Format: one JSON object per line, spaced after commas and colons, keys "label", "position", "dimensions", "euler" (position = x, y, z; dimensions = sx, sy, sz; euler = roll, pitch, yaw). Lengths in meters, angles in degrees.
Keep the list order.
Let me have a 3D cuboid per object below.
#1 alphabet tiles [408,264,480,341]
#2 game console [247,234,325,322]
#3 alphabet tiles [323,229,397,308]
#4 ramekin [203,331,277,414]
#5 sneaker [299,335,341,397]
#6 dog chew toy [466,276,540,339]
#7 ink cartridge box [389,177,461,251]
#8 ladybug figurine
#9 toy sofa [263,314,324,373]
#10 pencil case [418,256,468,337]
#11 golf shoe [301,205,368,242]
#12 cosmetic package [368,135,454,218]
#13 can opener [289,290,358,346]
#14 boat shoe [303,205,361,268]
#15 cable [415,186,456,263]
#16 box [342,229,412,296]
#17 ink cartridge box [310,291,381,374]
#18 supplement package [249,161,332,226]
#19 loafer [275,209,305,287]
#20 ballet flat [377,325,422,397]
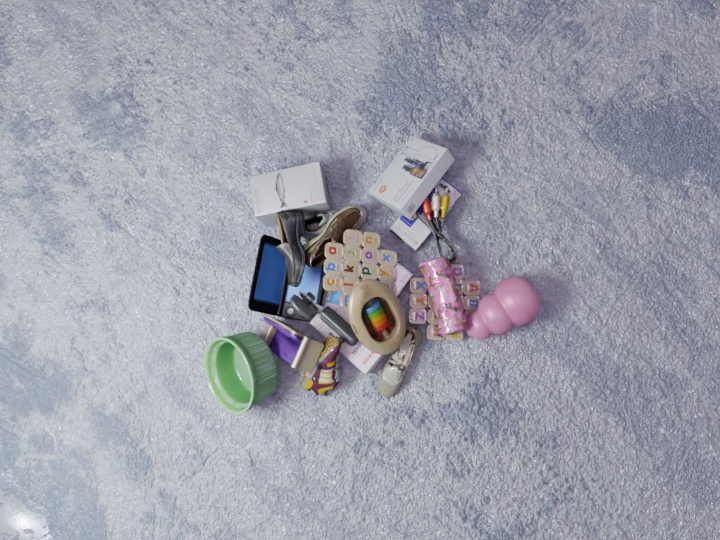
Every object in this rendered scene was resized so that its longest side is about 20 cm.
{"label": "alphabet tiles", "position": [0.223, 0.082, 1.513], "dimensions": [0.192, 0.015, 0.204], "euler": [4, 81, -7]}
{"label": "game console", "position": [-0.186, 0.024, 1.536], "dimensions": [0.173, 0.116, 0.203], "euler": [9, 83, 8]}
{"label": "alphabet tiles", "position": [0.000, 0.000, 1.469], "dimensions": [0.193, 0.015, 0.203], "euler": [6, 80, -18]}
{"label": "ramekin", "position": [-0.304, 0.256, 1.482], "dimensions": [0.198, 0.097, 0.203], "euler": [11, 108, 38]}
{"label": "sneaker", "position": [-0.079, 0.247, 1.478], "dimensions": [0.089, 0.075, 0.201], "euler": [28, 129, -9]}
{"label": "dog chew toy", "position": [0.354, 0.103, 1.466], "dimensions": [0.199, 0.124, 0.126], "euler": [-33, 79, 6]}
{"label": "ink cartridge box", "position": [0.177, -0.158, 1.565], "dimensions": [0.094, 0.037, 0.201], "euler": [40, 89, 10]}
{"label": "ladybug figurine", "position": [0.034, 0.109, 1.414], "dimensions": [0.134, 0.072, 0.202], "euler": [-27, 104, -14]}
{"label": "toy sofa", "position": [-0.188, 0.185, 1.469], "dimensions": [0.097, 0.199, 0.084], "euler": [28, 84, -35]}
{"label": "pencil case", "position": [0.210, 0.064, 1.464], "dimensions": [0.085, 0.083, 0.203], "euler": [-15, 83, 11]}
{"label": "golf shoe", "position": [-0.075, -0.129, 1.558], "dimensions": [0.197, 0.097, 0.079], "euler": [-20, 78, 1]}
{"label": "cosmetic package", "position": [0.134, -0.252, 1.538], "dimensions": [0.201, 0.052, 0.150], "euler": [-53, 41, -3]}
{"label": "can opener", "position": [-0.090, 0.122, 1.457], "dimensions": [0.199, 0.053, 0.067], "euler": [37, 71, 9]}
{"label": "boat shoe", "position": [-0.067, -0.081, 1.511], "dimensions": [0.202, 0.075, 0.075], "euler": [-46, 38, 4]}
{"label": "cable", "position": [0.198, -0.115, 1.515], "dimensions": [0.095, 0.050, 0.203], "euler": [-9, 80, 6]}
{"label": "box", "position": [0.030, -0.002, 1.542], "dimensions": [0.199, 0.060, 0.117], "euler": [37, 87, 8]}
{"label": "ink cartridge box", "position": [-0.009, 0.152, 1.514], "dimensions": [0.199, 0.084, 0.146], "euler": [40, 87, 11]}
{"label": "supplement package", "position": [-0.186, -0.205, 1.570], "dimensions": [0.197, 0.117, 0.119], "euler": [-12, 81, 5]}
{"label": "loafer", "position": [-0.186, -0.058, 1.492], "dimensions": [0.071, 0.073, 0.203], "euler": [2, 79, -29]}
{"label": "ballet flat", "position": [0.099, 0.235, 1.499], "dimensions": [0.069, 0.069, 0.202], "euler": [24, 85, 9]}
